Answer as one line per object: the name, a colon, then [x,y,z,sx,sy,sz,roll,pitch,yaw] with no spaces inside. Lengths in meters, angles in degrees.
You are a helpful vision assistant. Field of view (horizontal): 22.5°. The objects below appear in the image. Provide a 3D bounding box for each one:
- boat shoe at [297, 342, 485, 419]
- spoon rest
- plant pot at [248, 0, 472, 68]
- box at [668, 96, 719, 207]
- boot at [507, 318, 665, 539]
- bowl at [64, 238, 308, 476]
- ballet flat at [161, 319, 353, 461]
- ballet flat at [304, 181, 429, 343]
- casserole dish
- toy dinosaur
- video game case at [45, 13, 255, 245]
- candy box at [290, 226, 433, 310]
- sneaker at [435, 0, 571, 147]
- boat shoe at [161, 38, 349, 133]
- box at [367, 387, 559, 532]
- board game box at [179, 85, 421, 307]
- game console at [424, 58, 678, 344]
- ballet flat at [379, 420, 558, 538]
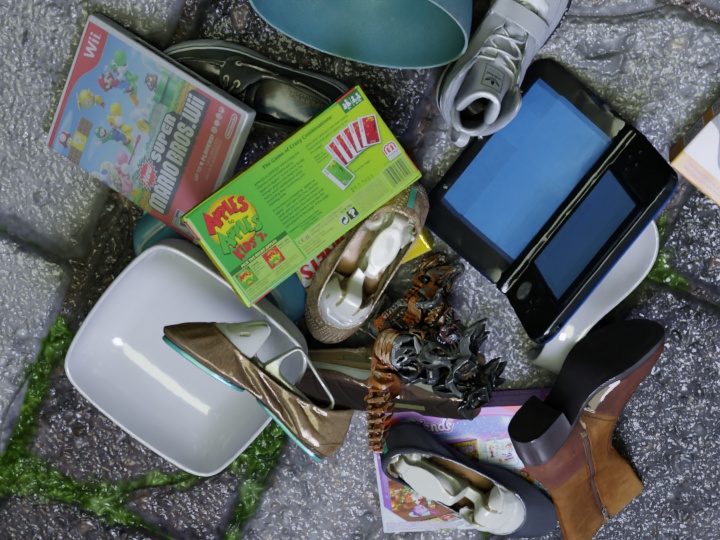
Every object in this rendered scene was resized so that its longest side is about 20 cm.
boat shoe: [0.027,0.097,1.795,0.198,0.077,0.072,9,154,8]
spoon rest: [0.216,0.017,1.737,0.099,0.061,0.201,22,114,-1]
plant pot: [0.013,-0.281,1.597,0.199,0.200,0.136,14,75,3]
box: [0.393,-0.137,1.661,0.119,0.042,0.200,38,114,-7]
boot: [0.246,0.163,1.758,0.188,0.068,0.200,-46,134,-14]
bowl: [-0.164,0.075,1.744,0.200,0.075,0.200,37,115,-8]
ballet flat: [-0.087,0.092,1.667,0.200,0.068,0.072,38,95,-8]
ballet flat: [0.000,0.000,1.730,0.070,0.065,0.201,24,117,-8]
casserole dish: [-0.141,0.005,1.771,0.121,0.039,0.200,-34,103,22]
toy dinosaur: [0.060,0.082,1.727,0.135,0.102,0.201,14,86,27]
video game case: [-0.202,-0.135,1.718,0.199,0.017,0.144,33,114,21]
candy box: [-0.038,-0.025,1.776,0.199,0.026,0.103,-26,109,18]
sneaker: [0.134,-0.200,1.630,0.075,0.115,0.201,29,113,-10]
boat shoe: [-0.102,-0.170,1.710,0.198,0.057,0.069,12,113,3]
box: [0.114,0.193,1.833,0.198,0.039,0.138,-4,112,10]
board game box: [-0.055,-0.068,1.652,0.200,0.048,0.102,-37,97,-6]
game console: [0.168,-0.065,1.657,0.118,0.171,0.200,32,105,-22]
ballet flat: [0.104,0.220,1.786,0.199,0.073,0.073,30,113,-4]
